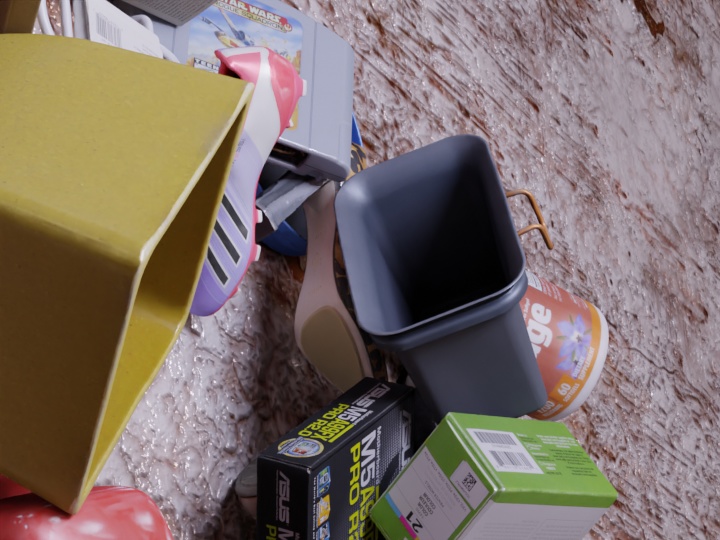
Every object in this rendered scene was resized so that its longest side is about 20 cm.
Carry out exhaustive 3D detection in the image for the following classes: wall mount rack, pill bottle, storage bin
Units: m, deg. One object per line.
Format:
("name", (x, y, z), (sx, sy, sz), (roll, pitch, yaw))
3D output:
("wall mount rack", (-0.185, -0.109, 1.398), (0.200, 0.074, 0.175), (32, 48, -60))
("pill bottle", (0.104, 0.044, 1.771), (0.199, 0.112, 0.113), (25, 49, -24))
("storage bin", (0.076, 0.015, 1.522), (0.201, 0.144, 0.135), (-103, 170, -53))

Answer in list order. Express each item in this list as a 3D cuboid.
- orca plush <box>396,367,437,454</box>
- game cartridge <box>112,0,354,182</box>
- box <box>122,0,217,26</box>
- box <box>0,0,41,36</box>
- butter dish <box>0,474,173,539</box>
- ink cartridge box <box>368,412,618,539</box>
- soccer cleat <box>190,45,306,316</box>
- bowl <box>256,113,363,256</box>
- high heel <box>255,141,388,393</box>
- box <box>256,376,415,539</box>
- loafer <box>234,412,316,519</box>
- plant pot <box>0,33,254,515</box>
("orca plush", (0.051, 0.125, 1.618), (0.105, 0.071, 0.201), (42, 23, -27))
("game cartridge", (-0.094, -0.153, 1.561), (0.198, 0.041, 0.134), (18, 58, -24))
("box", (-0.179, -0.247, 1.455), (0.199, 0.082, 0.069), (22, 52, -41))
("box", (-0.219, -0.185, 1.279), (0.021, 0.200, 0.165), (5, 55, -19))
("butter dish", (-0.158, 0.201, 1.209), (0.199, 0.147, 0.201), (-2, 75, -61))
("ink cartridge box", (0.068, 0.203, 1.500), (0.147, 0.200, 0.076), (10, 35, -49))
("soccer cleat", (-0.102, -0.065, 1.485), (0.076, 0.067, 0.202), (8, 108, -44))
("bowl", (-0.062, -0.106, 1.678), (0.200, 0.039, 0.202), (39, 42, -46))
("high heel", (0.000, 0.000, 1.613), (0.142, 0.071, 0.201), (-41, 107, -45))
("box", (-0.017, 0.197, 1.482), (0.160, 0.044, 0.202), (-30, 126, -56))
("loafer", (-0.030, 0.153, 1.561), (0.200, 0.071, 0.063), (-35, 112, -64))
("plant pot", (-0.199, -0.023, 1.188), (0.198, 0.195, 0.196), (23, 37, 3))
